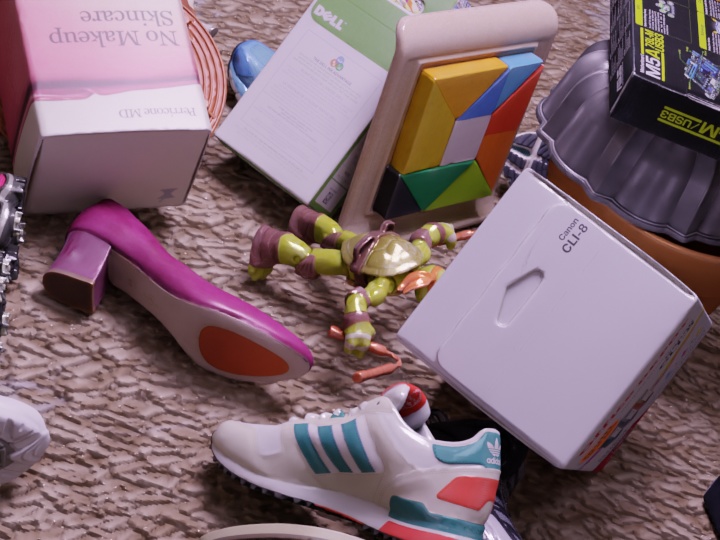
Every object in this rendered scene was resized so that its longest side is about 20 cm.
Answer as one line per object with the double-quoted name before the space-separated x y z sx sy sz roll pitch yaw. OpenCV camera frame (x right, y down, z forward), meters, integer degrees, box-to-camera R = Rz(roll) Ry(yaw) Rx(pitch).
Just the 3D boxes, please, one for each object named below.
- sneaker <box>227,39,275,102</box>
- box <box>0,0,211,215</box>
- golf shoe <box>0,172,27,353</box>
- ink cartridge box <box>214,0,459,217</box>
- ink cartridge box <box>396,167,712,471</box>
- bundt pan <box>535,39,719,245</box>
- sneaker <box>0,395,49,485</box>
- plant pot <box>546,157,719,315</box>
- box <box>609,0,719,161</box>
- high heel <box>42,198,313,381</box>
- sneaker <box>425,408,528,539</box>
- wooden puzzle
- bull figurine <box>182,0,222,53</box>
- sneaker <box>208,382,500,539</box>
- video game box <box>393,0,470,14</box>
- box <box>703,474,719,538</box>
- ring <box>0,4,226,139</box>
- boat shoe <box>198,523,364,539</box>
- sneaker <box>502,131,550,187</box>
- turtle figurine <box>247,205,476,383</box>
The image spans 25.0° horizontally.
"sneaker" -0.020 -0.146 1.374 0.200 0.090 0.078 32 36 10
"box" -0.198 -0.154 1.203 0.128 0.109 0.200 -5 63 -22
"golf shoe" -0.269 0.005 1.061 0.088 0.077 0.200 6 31 -10
"ink cartridge box" -0.012 -0.152 1.295 0.104 0.200 0.059 37 2 21
"ink cartridge box" 0.140 0.041 1.118 0.145 0.145 0.200 39 4 17
"bundt pan" 0.243 -0.113 1.270 0.202 0.076 0.202 17 36 -13
"sneaker" -0.282 0.072 0.958 0.200 0.078 0.099 12 35 -20
"plant pot" 0.228 -0.023 1.330 0.200 0.140 0.200 17 36 -13
"box" 0.284 -0.148 1.234 0.193 0.048 0.200 19 37 -6
"high heel" -0.116 0.008 1.139 0.200 0.067 0.096 24 46 2
"sneaker" 0.086 0.163 1.064 0.114 0.076 0.200 -19 55 -45
"wooden puzzle" 0.075 -0.113 1.300 0.185 0.200 0.037 -15 41 -42
"bull figurine" -0.187 -0.219 1.381 0.121 0.065 0.200 40 48 15
"sneaker" 0.001 0.111 1.014 0.200 0.093 0.070 16 -6 31
"video game box" 0.061 -0.201 1.444 0.182 0.047 0.200 62 25 -24
"box" 0.359 0.174 1.115 0.117 0.197 0.200 11 38 -21
"ring" -0.203 -0.159 1.282 0.200 0.019 0.201 7 61 -13
"boat shoe" -0.004 0.201 0.960 0.200 0.075 0.068 10 59 3
"sneaker" 0.213 -0.073 1.461 0.200 0.078 0.080 19 17 -17
"turtle figurine" 0.000 0.000 1.190 0.161 0.064 0.200 16 42 27
